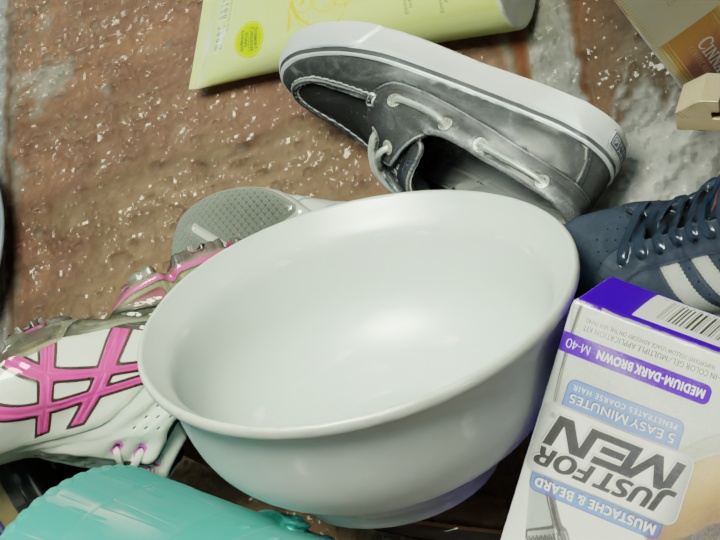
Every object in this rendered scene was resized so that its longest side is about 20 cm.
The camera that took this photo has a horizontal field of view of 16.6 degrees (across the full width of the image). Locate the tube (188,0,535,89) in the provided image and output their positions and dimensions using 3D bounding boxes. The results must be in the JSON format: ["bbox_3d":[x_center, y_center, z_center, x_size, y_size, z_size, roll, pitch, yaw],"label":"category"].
[{"bbox_3d":[-0.005,-0.141,1.308,0.199,0.052,0.058,-4,25,31],"label":"tube"}]

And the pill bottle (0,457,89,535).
[{"bbox_3d":[-0.232,0.139,1.257,0.199,0.112,0.112,-29,57,13],"label":"pill bottle"}]

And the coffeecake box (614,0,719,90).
[{"bbox_3d":[0.127,-0.190,1.195,0.073,0.153,0.201,-36,56,9],"label":"coffeecake box"}]

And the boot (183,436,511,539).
[{"bbox_3d":[-0.003,0.081,1.182,0.199,0.073,0.076,19,89,35],"label":"boot"}]

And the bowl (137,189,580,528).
[{"bbox_3d":[0.008,0.050,1.087,0.199,0.091,0.201,-13,27,6],"label":"bowl"}]

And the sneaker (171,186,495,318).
[{"bbox_3d":[0.000,0.000,1.220,0.199,0.080,0.071,4,85,25],"label":"sneaker"}]

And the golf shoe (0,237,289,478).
[{"bbox_3d":[-0.125,0.062,1.158,0.199,0.073,0.093,-25,81,-6],"label":"golf shoe"}]

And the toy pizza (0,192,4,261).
[{"bbox_3d":[-0.281,0.003,1.394,0.199,0.032,0.202,-12,63,24],"label":"toy pizza"}]

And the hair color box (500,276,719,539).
[{"bbox_3d":[0.119,0.117,1.050,0.109,0.065,0.201,20,107,17],"label":"hair color box"}]

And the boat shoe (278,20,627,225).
[{"bbox_3d":[0.034,-0.067,1.236,0.199,0.072,0.068,21,64,26],"label":"boat shoe"}]

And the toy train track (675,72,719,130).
[{"bbox_3d":[0.242,-0.080,1.114,0.198,0.033,0.115,3,40,18],"label":"toy train track"}]

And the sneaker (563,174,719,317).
[{"bbox_3d":[0.164,-0.022,1.060,0.199,0.085,0.075,-1,50,29],"label":"sneaker"}]

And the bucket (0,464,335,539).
[{"bbox_3d":[-0.087,0.193,1.107,0.134,0.207,0.208,24,80,33],"label":"bucket"}]
